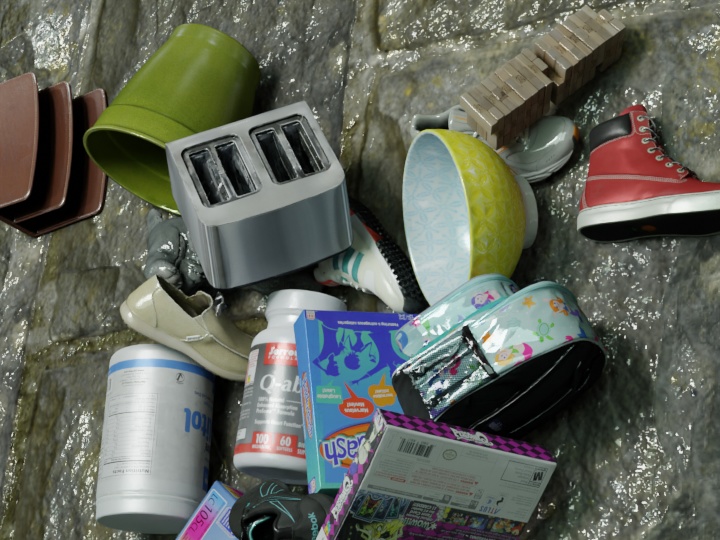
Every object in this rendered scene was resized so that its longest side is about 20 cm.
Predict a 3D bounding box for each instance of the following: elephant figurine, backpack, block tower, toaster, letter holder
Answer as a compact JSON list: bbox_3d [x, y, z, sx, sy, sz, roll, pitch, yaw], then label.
[{"bbox_3d":[-0.157,-0.022,1.674,0.198,0.157,0.142,-23,16,11],"label":"elephant figurine"},{"bbox_3d":[0.143,0.093,1.384,0.198,0.177,0.152,-31,62,14],"label":"backpack"},{"bbox_3d":[0.198,-0.210,1.490,0.199,0.058,0.054,-36,62,-18],"label":"block tower"},{"bbox_3d":[-0.114,-0.080,1.546,0.178,0.120,0.201,-18,50,-11],"label":"toaster"},{"bbox_3d":[-0.435,-0.171,1.916,0.140,0.100,0.203,-16,63,25],"label":"letter holder"}]

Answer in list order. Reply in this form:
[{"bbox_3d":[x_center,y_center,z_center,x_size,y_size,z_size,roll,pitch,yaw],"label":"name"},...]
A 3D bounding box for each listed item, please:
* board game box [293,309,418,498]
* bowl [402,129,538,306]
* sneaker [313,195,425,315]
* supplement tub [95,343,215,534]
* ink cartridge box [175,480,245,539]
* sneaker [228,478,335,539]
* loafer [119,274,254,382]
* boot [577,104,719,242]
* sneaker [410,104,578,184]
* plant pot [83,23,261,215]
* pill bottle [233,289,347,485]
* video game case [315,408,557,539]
[{"bbox_3d":[0.012,0.144,1.470,0.045,0.150,0.203,127,141,-57],"label":"board game box"},{"bbox_3d":[0.128,-0.057,1.482,0.106,0.201,0.202,-8,57,-18],"label":"bowl"},{"bbox_3d":[0.000,0.000,1.587,0.094,0.070,0.201,-48,50,16],"label":"sneaker"},{"bbox_3d":[-0.241,0.200,1.619,0.130,0.132,0.203,-11,67,29],"label":"supplement tub"},{"bbox_3d":[-0.121,0.350,1.517,0.199,0.076,0.137,36,92,36],"label":"ink cartridge box"},{"bbox_3d":[-0.095,0.256,1.407,0.199,0.078,0.077,-15,81,57],"label":"sneaker"},{"bbox_3d":[-0.181,0.067,1.596,0.069,0.198,0.076,-58,23,17],"label":"loafer"},{"bbox_3d":[0.322,-0.111,1.417,0.198,0.072,0.146,-3,68,36],"label":"boot"},{"bbox_3d":[0.143,-0.147,1.527,0.197,0.092,0.077,-6,58,30],"label":"sneaker"},{"bbox_3d":[-0.221,-0.201,1.744,0.198,0.201,0.195,9,65,35],"label":"plant pot"},{"bbox_3d":[-0.074,0.132,1.546,0.114,0.116,0.203,-4,69,32],"label":"pill bottle"},{"bbox_3d":[0.070,0.235,1.332,0.183,0.198,0.036,-66,27,19],"label":"video game case"}]
